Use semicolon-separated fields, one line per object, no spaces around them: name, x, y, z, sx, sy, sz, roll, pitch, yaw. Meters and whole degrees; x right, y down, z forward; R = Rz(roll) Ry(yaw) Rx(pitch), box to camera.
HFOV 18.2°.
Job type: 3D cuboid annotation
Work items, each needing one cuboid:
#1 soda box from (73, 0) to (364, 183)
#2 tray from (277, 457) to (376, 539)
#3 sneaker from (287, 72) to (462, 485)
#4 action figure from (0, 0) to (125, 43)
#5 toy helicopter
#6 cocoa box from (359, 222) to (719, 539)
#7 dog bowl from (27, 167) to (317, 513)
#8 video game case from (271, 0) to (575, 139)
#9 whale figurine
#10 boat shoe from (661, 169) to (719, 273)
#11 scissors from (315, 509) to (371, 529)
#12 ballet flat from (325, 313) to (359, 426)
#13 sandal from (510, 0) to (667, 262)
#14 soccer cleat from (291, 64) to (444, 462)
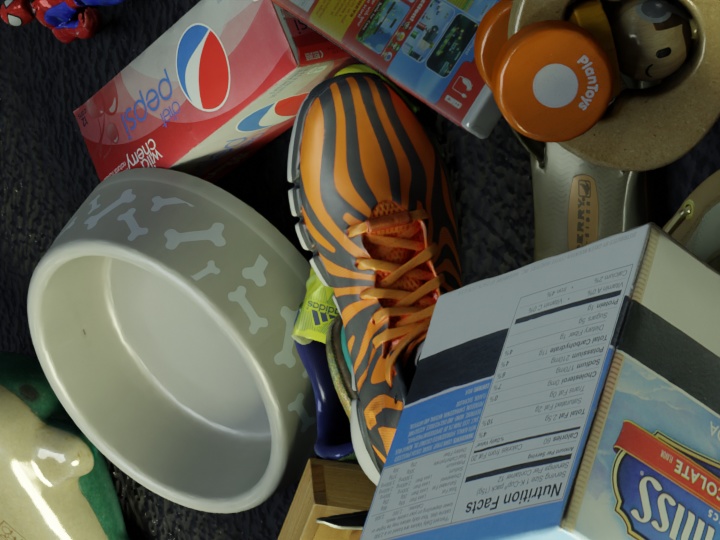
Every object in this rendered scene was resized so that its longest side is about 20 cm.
soda box;-0.070;-0.098;1.176;0.200;0.070;0.064;-33;77;51
tray;-0.006;0.183;1.165;0.037;0.098;0.200;-98;23;-48
sneaker;0.027;0.012;0.969;0.112;0.077;0.200;-162;56;-75
action figure;-0.151;-0.169;1.276;0.200;0.052;0.066;-15;94;55
toy helicopter;0.131;-0.135;0.893;0.079;0.132;0.200;-103;27;-73
cocoa box;0.122;0.099;0.870;0.133;0.200;0.131;-22;41;51
dog bowl;-0.096;0.045;1.208;0.200;0.059;0.200;24;136;26
video game case;0.028;-0.162;1.013;0.200;0.017;0.143;38;97;41
whale figurine;-0.193;0.135;1.406;0.200;0.104;0.159;43;136;1
boat shoe;0.139;0.028;0.966;0.200;0.074;0.066;122;147;-51
scissors;0.058;0.097;0.931;0.014;0.200;0.073;-43;43;39
ballet flat;0.049;0.105;1.070;0.200;0.071;0.071;43;135;10
sandal;0.091;-0.073;0.992;0.080;0.054;0.200;8;102;49
soccer cleat;0.001;0.000;1.108;0.065;0.084;0.201;11;111;49
